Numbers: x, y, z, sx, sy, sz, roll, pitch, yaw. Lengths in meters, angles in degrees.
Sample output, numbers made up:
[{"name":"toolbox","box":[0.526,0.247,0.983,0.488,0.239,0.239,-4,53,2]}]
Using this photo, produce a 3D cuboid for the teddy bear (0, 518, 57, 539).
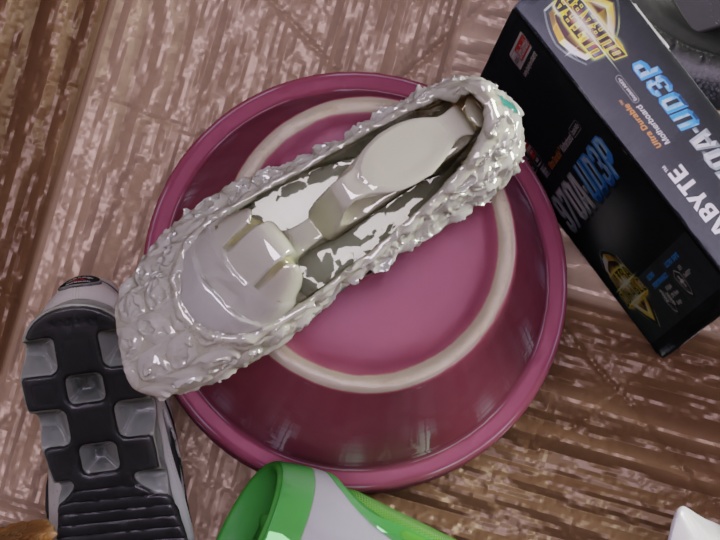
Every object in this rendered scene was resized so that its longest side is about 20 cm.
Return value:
[{"name":"teddy bear","box":[-0.225,0.166,1.348,0.200,0.145,0.067,-14,110,-1]}]

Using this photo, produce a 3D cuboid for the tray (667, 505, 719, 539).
[{"name":"tray","box":[0.146,0.212,1.363,0.022,0.107,0.200,9,82,22]}]

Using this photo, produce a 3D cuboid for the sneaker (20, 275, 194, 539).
[{"name":"sneaker","box":[-0.112,0.097,1.389,0.074,0.089,0.200,-2,108,3]}]

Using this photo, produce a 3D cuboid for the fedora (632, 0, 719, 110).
[{"name":"fedora","box":[0.166,-0.165,1.418,0.200,0.092,0.201,0,80,-1]}]

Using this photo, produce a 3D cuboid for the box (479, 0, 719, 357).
[{"name":"box","box":[0.121,-0.047,1.348,0.046,0.200,0.159,-36,86,-8]}]

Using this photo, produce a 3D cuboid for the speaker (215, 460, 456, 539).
[{"name":"speaker","box":[0.032,0.161,1.356,0.200,0.088,0.089,27,82,-15]}]

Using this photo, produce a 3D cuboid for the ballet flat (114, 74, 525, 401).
[{"name":"ballet flat","box":[-0.020,-0.022,1.228,0.200,0.072,0.072,-35,85,-5]}]

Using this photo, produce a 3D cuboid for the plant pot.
[{"name":"plant pot","box":[0.000,0.000,1.349,0.199,0.179,0.201,0,83,-3]}]
